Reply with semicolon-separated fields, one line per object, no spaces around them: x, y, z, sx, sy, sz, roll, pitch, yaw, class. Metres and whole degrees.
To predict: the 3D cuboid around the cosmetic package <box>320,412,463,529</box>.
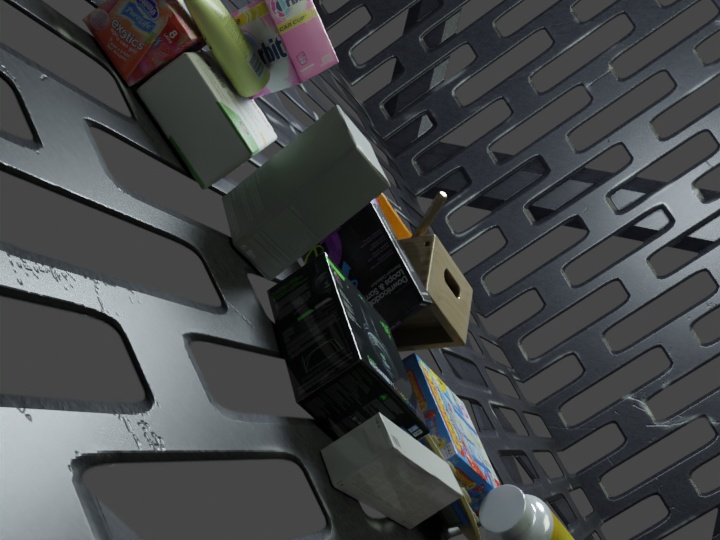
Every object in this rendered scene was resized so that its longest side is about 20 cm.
0.039;0.231;1.097;0.200;0.082;0.051;45;13;-52;cosmetic package

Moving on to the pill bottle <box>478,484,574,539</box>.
0.263;0.420;1.496;0.201;0.111;0.113;51;12;-34;pill bottle

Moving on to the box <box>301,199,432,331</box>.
0.000;0.000;1.399;0.036;0.142;0.202;9;48;-61;box

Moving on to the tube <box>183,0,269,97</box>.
-0.178;-0.302;1.182;0.057;0.052;0.201;21;-24;39;tube

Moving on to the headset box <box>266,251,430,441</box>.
-0.018;0.104;1.165;0.174;0.092;0.202;49;13;-41;headset box

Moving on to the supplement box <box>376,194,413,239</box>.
0.000;-0.088;1.656;0.127;0.074;0.199;51;-10;-32;supplement box

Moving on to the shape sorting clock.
0.105;0.269;1.279;0.202;0.039;0.201;57;-14;23;shape sorting clock

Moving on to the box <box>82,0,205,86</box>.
-0.256;-0.307;1.216;0.095;0.102;0.200;55;10;-11;box

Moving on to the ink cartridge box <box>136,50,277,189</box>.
-0.192;-0.200;1.249;0.146;0.083;0.200;56;11;-9;ink cartridge box

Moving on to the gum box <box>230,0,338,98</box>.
-0.119;-0.302;1.284;0.199;0.066;0.115;4;-57;62;gum box

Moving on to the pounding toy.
0.076;0.009;1.469;0.201;0.181;0.145;51;41;-45;pounding toy

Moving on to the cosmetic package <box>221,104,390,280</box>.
-0.070;-0.097;1.201;0.090;0.198;0.108;47;15;-39;cosmetic package

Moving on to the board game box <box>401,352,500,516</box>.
0.136;0.260;1.520;0.196;0.055;0.202;47;15;-47;board game box
